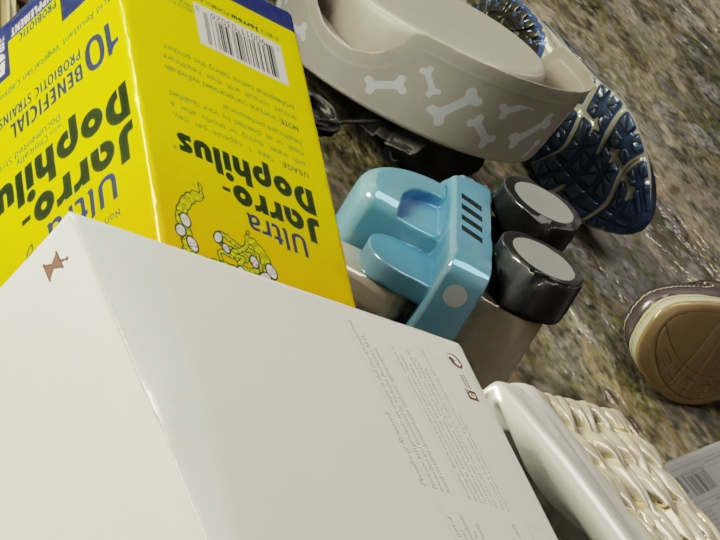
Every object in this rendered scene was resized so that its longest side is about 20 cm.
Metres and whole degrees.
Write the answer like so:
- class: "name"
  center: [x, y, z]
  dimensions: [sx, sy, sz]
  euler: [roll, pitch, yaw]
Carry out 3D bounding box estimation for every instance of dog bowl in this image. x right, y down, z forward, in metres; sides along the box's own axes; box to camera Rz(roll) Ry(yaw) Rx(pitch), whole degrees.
- class: "dog bowl"
  center: [0.037, -0.132, 1.405]
  dimensions: [0.200, 0.059, 0.200]
  euler: [26, 17, -8]

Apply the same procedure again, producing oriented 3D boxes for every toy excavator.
- class: "toy excavator"
  center: [0.000, 0.000, 1.167]
  dimensions: [0.200, 0.100, 0.195]
  euler: [26, 25, -9]

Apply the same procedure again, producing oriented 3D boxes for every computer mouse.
- class: "computer mouse"
  center: [0.006, -0.073, 1.347]
  dimensions: [0.059, 0.034, 0.200]
  euler: [40, 21, 32]

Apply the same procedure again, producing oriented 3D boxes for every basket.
- class: "basket"
  center: [0.094, 0.160, 0.983]
  dimensions: [0.200, 0.136, 0.123]
  euler: [54, 23, 21]

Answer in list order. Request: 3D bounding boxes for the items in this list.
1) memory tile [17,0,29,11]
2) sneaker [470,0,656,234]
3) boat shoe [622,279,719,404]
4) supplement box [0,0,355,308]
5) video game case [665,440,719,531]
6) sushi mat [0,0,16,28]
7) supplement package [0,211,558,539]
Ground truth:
- class: "memory tile"
  center: [-0.138, -0.134, 1.236]
  dimensions: [0.200, 0.017, 0.153]
  euler: [53, 25, 17]
- class: "sneaker"
  center: [0.145, -0.102, 1.573]
  dimensions: [0.085, 0.077, 0.200]
  euler: [18, 35, -53]
- class: "boat shoe"
  center: [0.215, 0.038, 1.468]
  dimensions: [0.200, 0.072, 0.065]
  euler: [9, 29, -49]
- class: "supplement box"
  center: [-0.085, -0.023, 0.985]
  dimensions: [0.109, 0.109, 0.200]
  euler: [23, 41, -39]
- class: "video game case"
  center: [0.243, 0.175, 1.339]
  dimensions: [0.182, 0.024, 0.200]
  euler: [52, 24, 15]
- class: "sushi mat"
  center: [-0.187, -0.115, 1.050]
  dimensions: [0.096, 0.012, 0.200]
  euler: [24, 50, -41]
- class: "supplement package"
  center: [-0.040, 0.117, 0.816]
  dimensions: [0.200, 0.147, 0.191]
  euler: [20, 34, -44]
